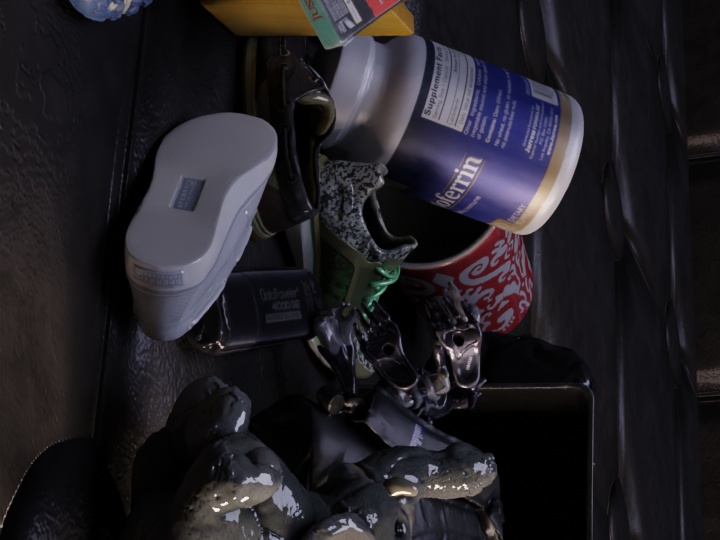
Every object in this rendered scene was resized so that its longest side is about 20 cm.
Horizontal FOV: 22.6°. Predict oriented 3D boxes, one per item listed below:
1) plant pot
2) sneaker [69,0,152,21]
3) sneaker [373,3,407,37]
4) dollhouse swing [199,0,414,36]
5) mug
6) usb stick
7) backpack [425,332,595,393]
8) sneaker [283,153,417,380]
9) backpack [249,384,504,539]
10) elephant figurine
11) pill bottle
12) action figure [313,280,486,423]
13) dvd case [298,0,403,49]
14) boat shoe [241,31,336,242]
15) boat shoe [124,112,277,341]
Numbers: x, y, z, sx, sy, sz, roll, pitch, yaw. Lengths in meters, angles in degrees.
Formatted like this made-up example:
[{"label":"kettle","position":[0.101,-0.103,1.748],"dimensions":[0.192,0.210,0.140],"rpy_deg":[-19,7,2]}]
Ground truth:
[{"label":"plant pot","position":[0.081,0.216,1.389],"dimensions":[0.178,0.199,0.200],"rpy_deg":[76,15,-58]},{"label":"sneaker","position":[-0.130,-0.232,1.068],"dimensions":[0.200,0.085,0.077],"rpy_deg":[-61,178,-29]},{"label":"sneaker","position":[-0.014,-0.245,1.404],"dimensions":[0.200,0.075,0.115],"rpy_deg":[14,63,-80]},{"label":"dollhouse swing","position":[-0.041,-0.285,1.213],"dimensions":[0.176,0.181,0.201],"rpy_deg":[94,-4,-74]},{"label":"mug","position":[0.086,-0.041,1.549],"dimensions":[0.200,0.133,0.178],"rpy_deg":[57,47,-61]},{"label":"usb stick","position":[-0.069,0.025,1.219],"dimensions":[0.200,0.033,0.056],"rpy_deg":[-3,81,-72]},{"label":"backpack","position":[0.136,0.148,1.587],"dimensions":[0.200,0.166,0.127],"rpy_deg":[82,26,-48]},{"label":"sneaker","position":[0.000,0.000,1.341],"dimensions":[0.077,0.088,0.201],"rpy_deg":[-69,151,-52]},{"label":"backpack","position":[0.007,0.169,1.205],"dimensions":[0.200,0.126,0.168],"rpy_deg":[16,75,-45]},{"label":"elephant figurine","position":[-0.031,0.158,1.037],"dimensions":[0.200,0.155,0.142],"rpy_deg":[30,28,-26]},{"label":"pill bottle","position":[0.058,-0.111,1.365],"dimensions":[0.116,0.199,0.116],"rpy_deg":[-161,-90,-76]},{"label":"action figure","position":[0.034,0.061,1.260],"dimensions":[0.200,0.118,0.102],"rpy_deg":[106,-29,-74]},{"label":"dvd case","position":[0.004,-0.253,1.210],"dimensions":[0.200,0.022,0.146],"rpy_deg":[-42,108,-41]},{"label":"boat shoe","position":[-0.048,-0.111,1.274],"dimensions":[0.073,0.065,0.201],"rpy_deg":[54,34,-55]},{"label":"boat shoe","position":[-0.096,-0.029,1.108],"dimensions":[0.200,0.072,0.069],"rpy_deg":[-81,178,-56]}]
